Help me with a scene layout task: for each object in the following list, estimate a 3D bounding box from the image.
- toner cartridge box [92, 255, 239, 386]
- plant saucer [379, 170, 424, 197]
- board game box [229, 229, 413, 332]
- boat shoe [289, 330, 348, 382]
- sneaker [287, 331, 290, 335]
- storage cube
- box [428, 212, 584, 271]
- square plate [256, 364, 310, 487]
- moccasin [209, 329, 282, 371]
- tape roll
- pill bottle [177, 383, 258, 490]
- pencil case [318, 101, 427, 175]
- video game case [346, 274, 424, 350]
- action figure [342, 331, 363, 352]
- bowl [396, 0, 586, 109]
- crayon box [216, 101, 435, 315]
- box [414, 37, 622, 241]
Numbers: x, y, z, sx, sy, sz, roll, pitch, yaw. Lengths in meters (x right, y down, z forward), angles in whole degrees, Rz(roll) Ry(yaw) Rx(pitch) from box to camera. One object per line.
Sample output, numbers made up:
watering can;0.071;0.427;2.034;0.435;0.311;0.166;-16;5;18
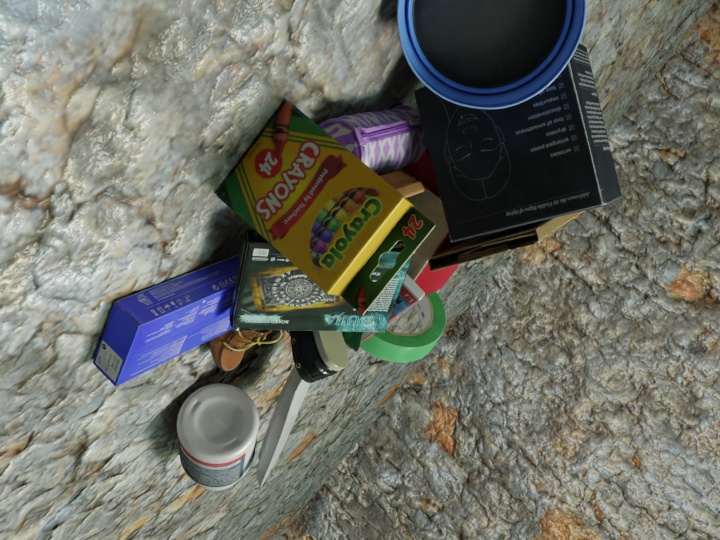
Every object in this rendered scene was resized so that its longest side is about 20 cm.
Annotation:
toner cartridge box;-0.208;0.053;0.868;0.200;0.043;0.095;-27;153;-56
plant saucer;-0.018;-0.083;0.946;0.199;0.038;0.200;-20;-177;1
board game box;-0.048;0.017;0.890;0.199;0.028;0.136;3;130;-20
boat shoe;-0.070;0.050;0.995;0.063;0.202;0.074;-30;147;27
sneaker;-0.041;0.035;1.243;0.200;0.075;0.077;-44;166;-26
storage cube;0.075;-0.076;1.129;0.200;0.171;0.180;-56;162;24
box;0.205;-0.048;1.035;0.163;0.021;0.200;-16;-174;35
square plate;-0.112;0.211;1.197;0.200;0.028;0.199;-63;174;-64
moccasin;-0.146;0.066;1.009;0.074;0.078;0.202;-25;151;-57
tape roll;0.058;0.074;1.376;0.200;0.200;0.048;-35;159;-44
pill bottle;-0.224;0.271;1.170;0.119;0.119;0.200;-41;163;-30
pencil case;0.018;-0.158;0.927;0.085;0.084;0.200;-16;-171;35
video game case;-0.012;0.027;1.077;0.017;0.143;0.200;-45;-177;-40
action figure;0.000;0.000;0.970;0.054;0.119;0.201;-12;143;-17
bowl;0.139;-0.277;0.805;0.201;0.200;0.039;-58;-171;27
crayon box;-0.037;-0.065;0.777;0.127;0.200;0.051;-52;165;6
box;0.197;-0.157;0.933;0.199;0.198;0.124;-13;-178;30
